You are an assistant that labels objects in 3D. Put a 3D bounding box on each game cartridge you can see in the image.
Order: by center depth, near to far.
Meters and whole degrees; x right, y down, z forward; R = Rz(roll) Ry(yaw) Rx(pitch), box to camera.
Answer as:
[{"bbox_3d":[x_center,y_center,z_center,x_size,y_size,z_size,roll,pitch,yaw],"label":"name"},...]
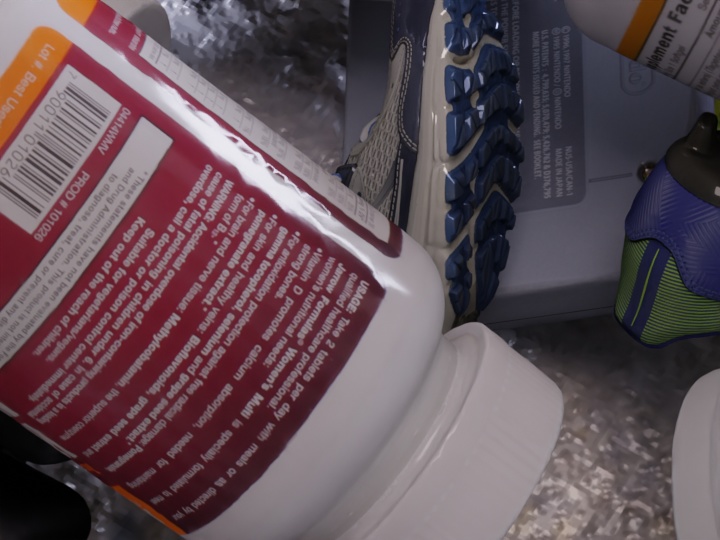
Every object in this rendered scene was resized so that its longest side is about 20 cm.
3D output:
[{"bbox_3d":[0.060,-0.067,0.867,0.133,0.040,0.200,-10,55,19],"label":"game cartridge"}]

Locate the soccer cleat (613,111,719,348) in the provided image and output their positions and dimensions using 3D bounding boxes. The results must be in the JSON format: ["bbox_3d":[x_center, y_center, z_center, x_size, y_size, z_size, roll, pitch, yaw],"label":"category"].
[{"bbox_3d":[0.153,-0.010,0.819,0.200,0.084,0.065,-2,35,-49],"label":"soccer cleat"}]

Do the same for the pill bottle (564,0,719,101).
[{"bbox_3d":[0.132,-0.105,0.748,0.200,0.111,0.111,26,59,3],"label":"pill bottle"}]

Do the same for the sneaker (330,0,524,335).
[{"bbox_3d":[0.000,0.000,0.778,0.085,0.077,0.200,8,96,18],"label":"sneaker"}]

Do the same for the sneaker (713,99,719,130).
[{"bbox_3d":[0.151,-0.105,0.897,0.075,0.076,0.200,11,58,1],"label":"sneaker"}]

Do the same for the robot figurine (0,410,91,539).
[{"bbox_3d":[-0.172,0.024,0.765,0.200,0.125,0.150,28,60,14],"label":"robot figurine"}]

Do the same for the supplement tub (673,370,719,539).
[{"bbox_3d":[0.208,0.064,0.704,0.200,0.144,0.145,-18,51,31],"label":"supplement tub"}]

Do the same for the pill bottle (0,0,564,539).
[{"bbox_3d":[-0.047,0.012,0.682,0.200,0.110,0.110,37,59,-12],"label":"pill bottle"}]

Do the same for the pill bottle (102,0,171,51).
[{"bbox_3d":[-0.175,-0.090,0.845,0.200,0.114,0.114,24,59,11],"label":"pill bottle"}]
